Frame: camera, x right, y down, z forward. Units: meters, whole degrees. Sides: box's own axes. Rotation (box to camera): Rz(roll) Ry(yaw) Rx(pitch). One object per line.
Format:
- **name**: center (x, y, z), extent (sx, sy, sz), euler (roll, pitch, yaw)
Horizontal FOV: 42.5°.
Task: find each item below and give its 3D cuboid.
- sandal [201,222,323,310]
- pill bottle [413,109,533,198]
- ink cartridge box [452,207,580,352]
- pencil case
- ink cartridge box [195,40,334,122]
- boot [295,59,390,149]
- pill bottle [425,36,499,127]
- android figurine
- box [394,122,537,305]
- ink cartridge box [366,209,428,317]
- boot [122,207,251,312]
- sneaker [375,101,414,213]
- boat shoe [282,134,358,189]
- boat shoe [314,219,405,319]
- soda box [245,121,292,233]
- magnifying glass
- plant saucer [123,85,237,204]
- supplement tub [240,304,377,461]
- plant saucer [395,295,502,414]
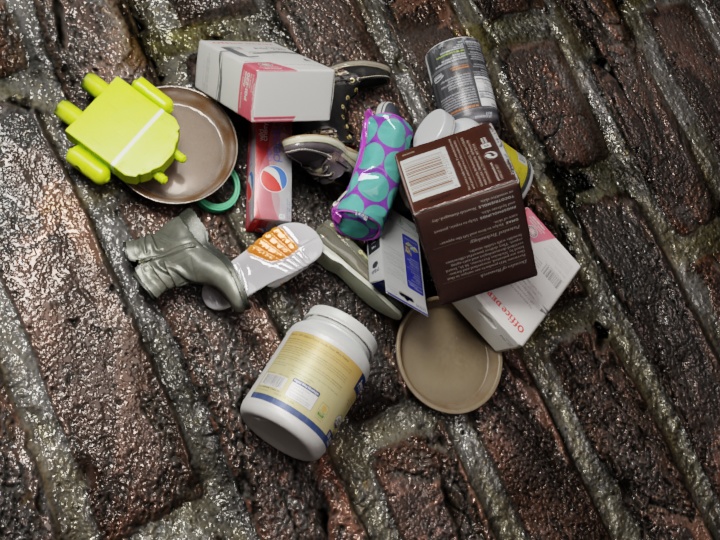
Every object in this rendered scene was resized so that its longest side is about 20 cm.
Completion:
- **sandal**: center (-0.156, -0.004, 1.462), extent (0.206, 0.059, 0.080), euler (-30, 78, -6)
- **pill bottle**: center (0.188, -0.186, 1.565), extent (0.199, 0.112, 0.113), euler (29, 64, -27)
- **ink cartridge box**: center (0.258, 0.016, 1.573), extent (0.147, 0.083, 0.200), euler (47, 64, -9)
- **pencil case**: center (0.019, -0.154, 1.493), extent (0.092, 0.085, 0.201), euler (26, 66, -18)
- **ink cartridge box**: center (-0.153, -0.301, 1.460), extent (0.145, 0.200, 0.085), euler (-8, 117, -35)
- **boot**: center (-0.032, -0.277, 1.584), extent (0.198, 0.073, 0.152), euler (-7, 76, -20)
- **pill bottle**: center (0.188, -0.307, 1.667), extent (0.105, 0.106, 0.202), euler (-6, 77, -24)
- **android figurine**: center (-0.359, -0.211, 1.412), extent (0.199, 0.041, 0.183), euler (35, 68, 0)
- **box**: center (0.165, -0.089, 1.452), extent (0.163, 0.201, 0.167), euler (-18, 42, 4)
- **ink cartridge box**: center (0.057, -0.013, 1.505), extent (0.099, 0.039, 0.201), euler (31, 38, -33)
- **boot**: center (-0.262, 0.011, 1.390), extent (0.130, 0.068, 0.200), euler (-33, 69, -16)
- **sneaker**: center (0.076, -0.197, 1.591), extent (0.078, 0.079, 0.202), euler (12, 71, -59)
- **boat shoe**: center (-0.054, -0.173, 1.509), extent (0.200, 0.071, 0.065), euler (13, 73, -59)
- **boat shoe**: center (0.001, -0.001, 1.514), extent (0.201, 0.072, 0.060), euler (41, 68, -2)
- **soda box**: center (-0.148, -0.165, 1.502), extent (0.063, 0.070, 0.202), euler (4, 73, -18)
- **magnifying glass**: center (-0.241, -0.190, 1.502), extent (0.079, 0.022, 0.202), euler (-2, 77, -23)
- **plant saucer**: center (-0.294, -0.194, 1.459), extent (0.198, 0.032, 0.202), euler (3, 73, -11)
- **supplement tub**: center (-0.073, 0.167, 1.390), extent (0.144, 0.144, 0.201), euler (37, 64, -8)
- **plant saucer**: center (0.146, 0.142, 1.555), extent (0.198, 0.029, 0.202), euler (7, 72, -20)
